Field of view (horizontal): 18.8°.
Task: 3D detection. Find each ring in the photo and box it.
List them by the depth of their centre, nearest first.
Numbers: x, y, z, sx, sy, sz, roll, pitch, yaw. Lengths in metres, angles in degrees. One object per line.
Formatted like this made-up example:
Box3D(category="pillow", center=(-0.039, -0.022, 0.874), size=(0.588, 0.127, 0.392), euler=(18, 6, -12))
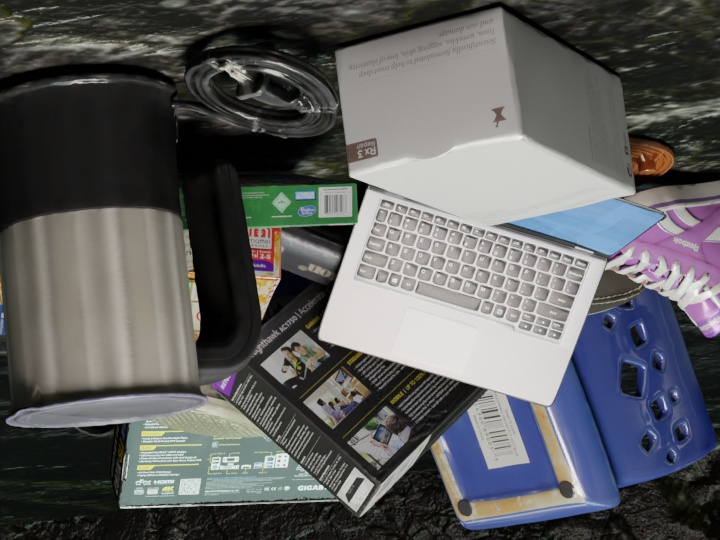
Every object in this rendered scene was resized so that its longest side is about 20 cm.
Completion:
Box3D(category="ring", center=(0.131, -0.063, 1.591), size=(0.199, 0.019, 0.200), euler=(-5, 169, -1))

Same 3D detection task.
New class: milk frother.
Box3D(category="milk frother", center=(-0.109, -0.019, 1.236), size=(0.179, 0.189, 0.200), euler=(-2, 169, -29))

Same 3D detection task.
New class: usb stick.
Box3D(category="usb stick", center=(0.000, 0.000, 1.610), size=(0.199, 0.033, 0.055), euler=(21, 156, -9))

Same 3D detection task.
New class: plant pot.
Box3D(category="plant pot", center=(0.162, 0.111, 1.889), size=(0.199, 0.201, 0.179), euler=(-14, -170, 43))

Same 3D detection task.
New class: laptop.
Box3D(category="laptop", center=(0.087, 0.005, 1.528), size=(0.186, 0.201, 0.116), euler=(17, -161, -8))

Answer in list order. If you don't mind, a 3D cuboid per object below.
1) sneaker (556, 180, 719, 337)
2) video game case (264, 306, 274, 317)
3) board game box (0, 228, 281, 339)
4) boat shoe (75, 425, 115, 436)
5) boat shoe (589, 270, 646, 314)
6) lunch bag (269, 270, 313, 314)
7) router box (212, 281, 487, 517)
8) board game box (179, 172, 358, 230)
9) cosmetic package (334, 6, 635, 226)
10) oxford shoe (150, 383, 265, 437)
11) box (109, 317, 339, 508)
Box3D(category="sneaker", center=(0.234, -0.003, 1.638), size=(0.199, 0.115, 0.073), euler=(-9, 170, -30))
Box3D(category="video game case", center=(-0.126, 0.063, 1.764), size=(0.142, 0.018, 0.201), euler=(-11, 128, 26))
Box3D(category="board game box", center=(-0.166, 0.008, 1.577), size=(0.199, 0.047, 0.152), euler=(5, 157, -11))
Box3D(category="boat shoe", center=(-0.187, 0.056, 1.717), size=(0.073, 0.063, 0.202), euler=(24, 136, -2))
Box3D(category="boat shoe", center=(0.143, -0.001, 1.675), size=(0.200, 0.072, 0.061), euler=(3, 177, -22))
Box3D(category="lunch bag", center=(-0.044, 0.030, 1.825), size=(0.199, 0.076, 0.160), euler=(-11, 166, 17))
Box3D(category="router box", center=(0.008, 0.071, 1.636), size=(0.200, 0.149, 0.051), euler=(-40, 167, -42))
Box3D(category="board game box", center=(-0.117, -0.045, 1.419), size=(0.199, 0.029, 0.134), euler=(-3, -173, -21))
Box3D(category="cosmetic package", center=(0.078, -0.087, 1.292), size=(0.112, 0.082, 0.200), euler=(-11, 167, 23))
Box3D(category="oxford shoe", center=(-0.141, 0.083, 1.619), size=(0.199, 0.058, 0.075), euler=(20, 155, -32))
Box3D(category="box", center=(-0.092, 0.112, 1.721), size=(0.199, 0.049, 0.160), euler=(-1, 124, -16))
